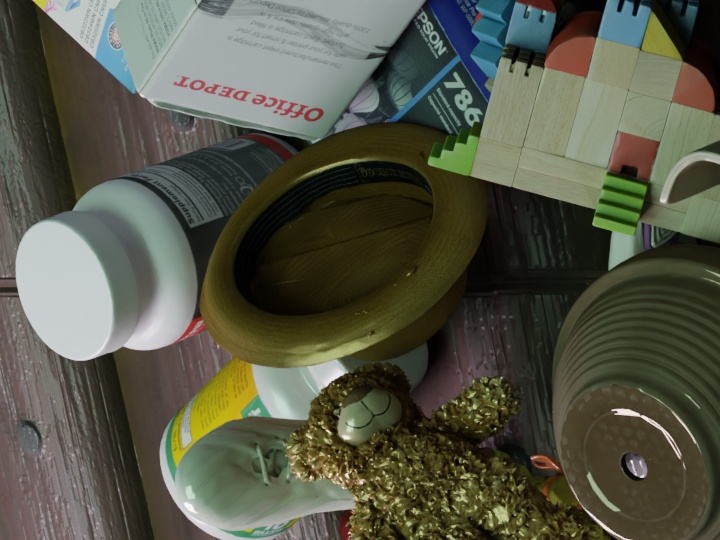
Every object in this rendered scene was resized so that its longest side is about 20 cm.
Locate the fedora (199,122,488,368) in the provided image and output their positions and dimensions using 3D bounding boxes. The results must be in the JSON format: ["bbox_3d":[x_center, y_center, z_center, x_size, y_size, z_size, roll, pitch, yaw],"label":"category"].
[{"bbox_3d":[0.000,0.000,1.757,0.201,0.201,0.082,12,151,41],"label":"fedora"}]

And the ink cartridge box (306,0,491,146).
[{"bbox_3d":[0.042,-0.111,1.785,0.200,0.039,0.099,-42,75,44],"label":"ink cartridge box"}]

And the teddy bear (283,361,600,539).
[{"bbox_3d":[0.046,0.130,1.668,0.145,0.067,0.200,-33,68,7],"label":"teddy bear"}]

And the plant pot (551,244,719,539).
[{"bbox_3d":[0.179,0.094,1.595,0.201,0.093,0.201,17,120,32],"label":"plant pot"}]

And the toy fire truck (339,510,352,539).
[{"bbox_3d":[0.051,0.227,1.813,0.168,0.112,0.200,42,171,39],"label":"toy fire truck"}]

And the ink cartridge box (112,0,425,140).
[{"bbox_3d":[-0.040,-0.186,1.725,0.200,0.145,0.083,-52,43,32],"label":"ink cartridge box"}]

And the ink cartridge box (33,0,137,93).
[{"bbox_3d":[-0.154,-0.235,1.863,0.200,0.125,0.129,41,130,24],"label":"ink cartridge box"}]

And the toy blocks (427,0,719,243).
[{"bbox_3d":[0.153,-0.104,1.611,0.200,0.100,0.137,15,114,3],"label":"toy blocks"}]

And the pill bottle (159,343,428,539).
[{"bbox_3d":[-0.042,0.093,1.891,0.113,0.113,0.200,57,134,11],"label":"pill bottle"}]

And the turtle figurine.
[{"bbox_3d":[0.118,0.154,1.755,0.200,0.064,0.161,33,162,15],"label":"turtle figurine"}]

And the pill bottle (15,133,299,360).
[{"bbox_3d":[-0.123,-0.013,1.865,0.116,0.200,0.116,19,119,39],"label":"pill bottle"}]

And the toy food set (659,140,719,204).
[{"bbox_3d":[0.281,-0.034,1.507,0.200,0.143,0.060,23,120,36],"label":"toy food set"}]

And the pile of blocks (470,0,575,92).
[{"bbox_3d":[0.086,-0.172,1.670,0.062,0.082,0.200,25,113,48],"label":"pile of blocks"}]

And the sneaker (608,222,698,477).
[{"bbox_3d":[0.160,0.050,1.706,0.100,0.075,0.200,10,112,40],"label":"sneaker"}]

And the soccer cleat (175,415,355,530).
[{"bbox_3d":[-0.026,0.121,1.751,0.078,0.200,0.069,-12,82,46],"label":"soccer cleat"}]
